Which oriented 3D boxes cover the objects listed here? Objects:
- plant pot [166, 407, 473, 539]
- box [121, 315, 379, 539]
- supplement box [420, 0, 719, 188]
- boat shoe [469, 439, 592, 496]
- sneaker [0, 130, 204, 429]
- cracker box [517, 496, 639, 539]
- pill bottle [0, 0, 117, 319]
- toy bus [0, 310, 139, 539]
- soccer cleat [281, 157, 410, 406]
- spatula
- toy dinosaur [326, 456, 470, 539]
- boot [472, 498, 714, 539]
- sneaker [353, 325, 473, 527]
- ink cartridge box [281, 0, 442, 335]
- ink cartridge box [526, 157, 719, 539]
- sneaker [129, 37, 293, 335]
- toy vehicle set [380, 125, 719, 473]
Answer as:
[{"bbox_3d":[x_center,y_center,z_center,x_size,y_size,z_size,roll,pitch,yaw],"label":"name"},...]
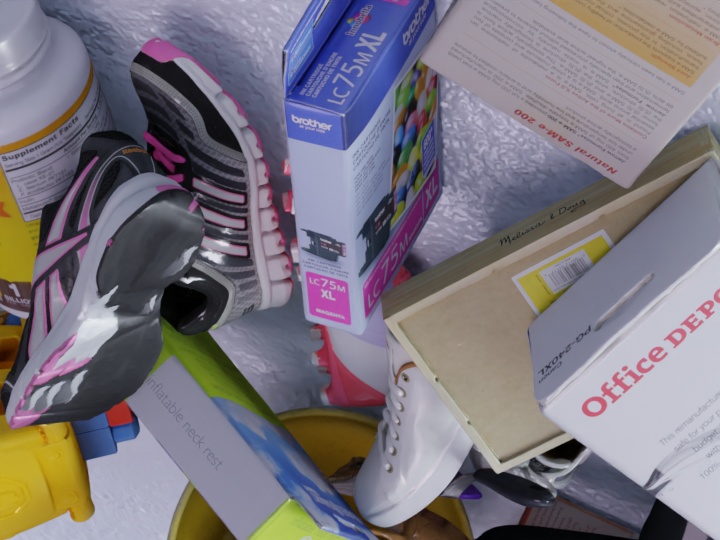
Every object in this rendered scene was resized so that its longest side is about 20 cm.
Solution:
[{"bbox_3d":[-0.039,0.197,1.539,0.200,0.200,0.142,33,164,-6],"label":"plant pot"},{"bbox_3d":[-0.075,0.103,1.403,0.200,0.048,0.122,49,-174,25],"label":"box"},{"bbox_3d":[0.130,-0.144,1.115,0.126,0.074,0.200,32,142,-5],"label":"supplement box"},{"bbox_3d":[0.109,0.096,1.390,0.075,0.086,0.202,33,142,-5],"label":"boat shoe"},{"bbox_3d":[-0.151,0.004,1.328,0.200,0.080,0.086,-56,50,32],"label":"sneaker"},{"bbox_3d":[0.180,0.235,1.529,0.200,0.058,0.134,24,142,6],"label":"cracker box"},{"bbox_3d":[-0.197,-0.073,1.372,0.109,0.109,0.200,8,138,25],"label":"pill bottle"},{"bbox_3d":[-0.231,0.076,1.546,0.192,0.200,0.136,-16,135,-2],"label":"toy bus"},{"bbox_3d":[0.000,0.000,1.383,0.076,0.067,0.200,-10,130,-2],"label":"soccer cleat"},{"bbox_3d":[0.067,0.127,1.398,0.056,0.021,0.200,8,175,-20],"label":"spatula"},{"bbox_3d":[0.060,0.188,1.446,0.200,0.106,0.060,41,136,1],"label":"toy dinosaur"},{"bbox_3d":[0.174,0.158,1.388,0.198,0.073,0.163,22,124,-5],"label":"boot"},{"bbox_3d":[0.035,0.064,1.375,0.085,0.073,0.200,22,120,-22],"label":"sneaker"},{"bbox_3d":[0.003,-0.075,1.235,0.042,0.119,0.200,15,140,20],"label":"ink cartridge box"},{"bbox_3d":[0.206,0.058,1.226,0.200,0.083,0.145,36,114,-22],"label":"ink cartridge box"},{"bbox_3d":[-0.102,-0.039,1.351,0.074,0.087,0.200,37,153,43],"label":"sneaker"},{"bbox_3d":[0.128,0.019,1.265,0.200,0.027,0.124,-27,119,15],"label":"toy vehicle set"}]
